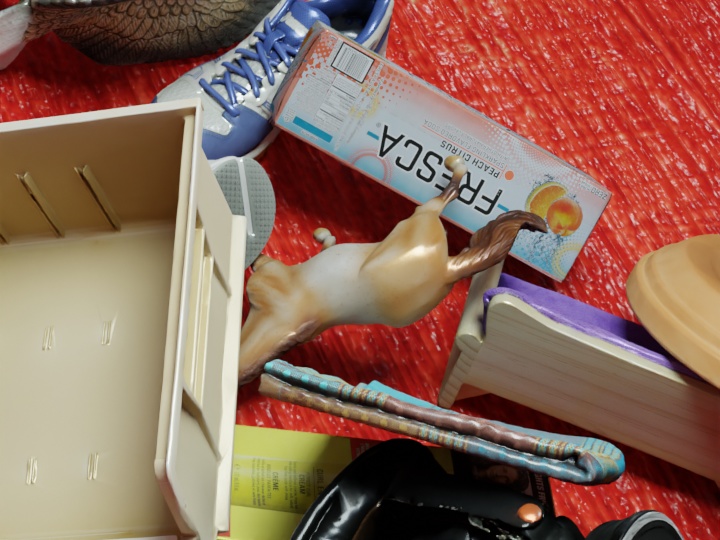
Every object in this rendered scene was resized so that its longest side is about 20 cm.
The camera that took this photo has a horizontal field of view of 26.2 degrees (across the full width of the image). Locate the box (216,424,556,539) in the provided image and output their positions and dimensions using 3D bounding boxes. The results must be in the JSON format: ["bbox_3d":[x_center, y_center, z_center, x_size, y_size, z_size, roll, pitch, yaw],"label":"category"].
[{"bbox_3d":[-0.002,0.125,0.777,0.198,0.050,0.076,8,45,-11],"label":"box"}]

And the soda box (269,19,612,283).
[{"bbox_3d":[0.045,-0.071,0.915,0.199,0.064,0.068,29,9,-11],"label":"soda box"}]

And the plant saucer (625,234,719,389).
[{"bbox_3d":[0.245,0.034,0.856,0.198,0.038,0.201,18,22,-7],"label":"plant saucer"}]

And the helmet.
[{"bbox_3d":[0.060,0.182,0.653,0.198,0.192,0.201,-15,38,12],"label":"helmet"}]

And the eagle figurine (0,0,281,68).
[{"bbox_3d":[-0.146,-0.186,0.934,0.198,0.152,0.152,15,39,4],"label":"eagle figurine"}]

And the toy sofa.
[{"bbox_3d":[0.150,0.052,0.863,0.198,0.098,0.083,21,45,1],"label":"toy sofa"}]

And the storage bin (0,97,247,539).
[{"bbox_3d":[-0.162,0.040,0.704,0.198,0.094,0.200,-5,58,10],"label":"storage bin"}]

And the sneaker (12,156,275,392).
[{"bbox_3d":[-0.128,0.017,0.829,0.080,0.071,0.201,7,48,44],"label":"sneaker"}]

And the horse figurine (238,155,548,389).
[{"bbox_3d":[0.000,0.000,0.837,0.198,0.050,0.133,-15,31,15],"label":"horse figurine"}]

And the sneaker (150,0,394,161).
[{"bbox_3d":[-0.059,-0.129,0.961,0.075,0.088,0.199,42,51,17],"label":"sneaker"}]

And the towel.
[{"bbox_3d":[0.045,0.070,0.699,0.145,0.200,0.022,14,85,14],"label":"towel"}]
